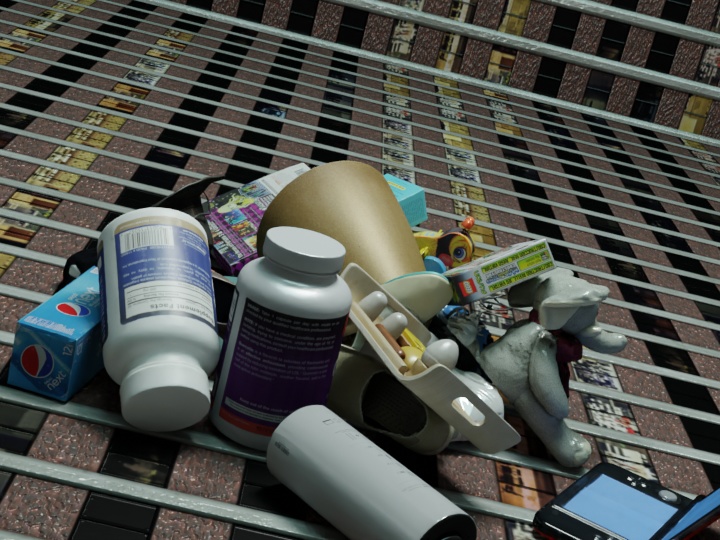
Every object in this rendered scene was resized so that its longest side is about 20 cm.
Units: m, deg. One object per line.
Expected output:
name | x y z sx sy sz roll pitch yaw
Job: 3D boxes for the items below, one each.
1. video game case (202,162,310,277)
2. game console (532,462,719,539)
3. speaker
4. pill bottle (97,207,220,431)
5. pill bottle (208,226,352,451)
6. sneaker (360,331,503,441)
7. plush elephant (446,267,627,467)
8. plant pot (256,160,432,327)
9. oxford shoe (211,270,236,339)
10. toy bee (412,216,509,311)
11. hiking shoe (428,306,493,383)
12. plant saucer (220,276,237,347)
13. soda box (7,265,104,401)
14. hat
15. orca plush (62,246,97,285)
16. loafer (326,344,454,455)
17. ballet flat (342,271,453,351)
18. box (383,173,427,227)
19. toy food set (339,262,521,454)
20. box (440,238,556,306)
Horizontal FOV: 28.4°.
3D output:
video game case | -0.115 -0.065 1.846 0.181 0.036 0.200 -24 30 -15
game console | 0.287 0.205 1.361 0.172 0.119 0.200 24 20 25
speaker | 0.008 0.195 1.233 0.081 0.081 0.200 -3 25 -43
pill bottle | -0.193 0.048 1.365 0.111 0.111 0.200 7 51 -23
pill bottle | -0.074 0.065 1.363 0.112 0.200 0.112 13 19 -5
sneaker | 0.056 0.118 1.511 0.099 0.078 0.200 -8 27 -42
plush elephant | 0.208 0.074 1.520 0.200 0.155 0.165 48 6 -17
plant pot | 0.000 0.000 1.687 0.186 0.187 0.200 2 34 -34
oxford shoe | -0.111 0.062 1.492 0.200 0.071 0.073 29 -7 -3
toy bee | 0.112 -0.029 1.935 0.200 0.109 0.131 11 17 -11
hiking shoe | 0.112 0.078 1.698 0.087 0.074 0.200 18 27 -15
plant saucer | -0.131 0.050 1.629 0.200 0.036 0.200 13 19 -5
soda box | -0.281 0.060 1.429 0.064 0.068 0.200 16 18 7
hat | -0.225 -0.043 1.728 0.081 0.200 0.201 57 23 -1
orca plush | -0.245 -0.001 1.574 0.200 0.071 0.105 20 46 29
loafer | 0.002 0.119 1.431 0.200 0.076 0.068 23 -12 15
ballet flat | 0.014 0.057 1.525 0.200 0.070 0.069 -19 -6 39
box | -0.013 -0.063 1.901 0.200 0.049 0.082 -27 34 -30
toy food set | 0.066 0.081 1.379 0.143 0.060 0.200 42 6 -38
box | 0.142 0.003 1.572 0.110 0.035 0.200 -22 1 -3
